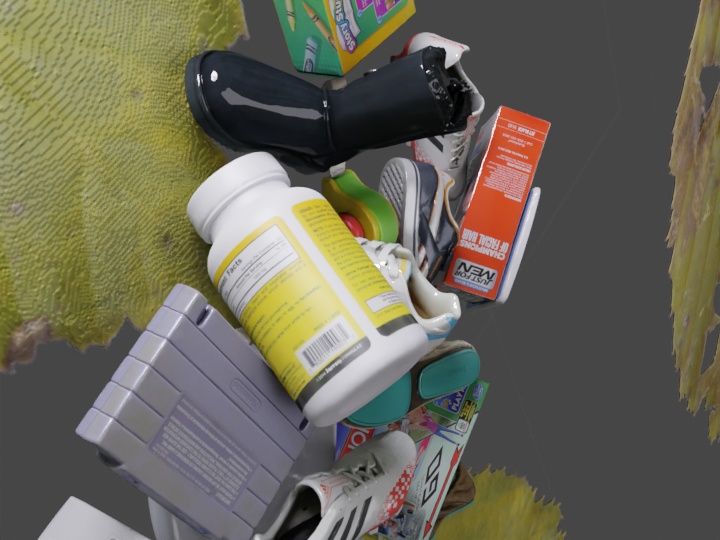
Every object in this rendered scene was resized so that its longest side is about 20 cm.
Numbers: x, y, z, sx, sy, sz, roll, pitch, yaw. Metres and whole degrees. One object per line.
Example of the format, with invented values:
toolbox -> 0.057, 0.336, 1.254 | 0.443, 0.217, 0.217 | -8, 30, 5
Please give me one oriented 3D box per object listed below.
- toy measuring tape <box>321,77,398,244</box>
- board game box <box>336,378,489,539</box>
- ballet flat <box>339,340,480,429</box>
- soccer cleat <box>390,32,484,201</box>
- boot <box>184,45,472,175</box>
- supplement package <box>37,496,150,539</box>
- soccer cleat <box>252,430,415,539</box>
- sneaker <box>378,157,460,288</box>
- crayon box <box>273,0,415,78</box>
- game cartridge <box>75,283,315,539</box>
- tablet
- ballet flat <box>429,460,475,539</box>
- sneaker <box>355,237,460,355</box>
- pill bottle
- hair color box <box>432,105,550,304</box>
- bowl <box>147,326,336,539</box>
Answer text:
toy measuring tape -> 0.000, -0.077, 0.878 | 0.073, 0.073, 0.201 | -28, 125, -46
board game box -> 0.035, 0.184, 0.972 | 0.029, 0.134, 0.201 | 97, 16, -77
ballet flat -> 0.033, 0.107, 0.901 | 0.199, 0.062, 0.068 | -7, 103, -43
soccer cleat -> 0.091, -0.149, 0.961 | 0.069, 0.085, 0.201 | -48, 137, -33
boot -> -0.017, -0.141, 0.738 | 0.200, 0.167, 0.077 | 21, 59, -57
supplement package -> -0.156, 0.274, 0.679 | 0.120, 0.199, 0.122 | -55, 140, -26
soccer cleat -> -0.019, 0.200, 0.819 | 0.200, 0.068, 0.086 | -40, 137, -33
sneaker -> 0.056, -0.010, 0.959 | 0.079, 0.078, 0.202 | 4, 99, -32
crayon box -> -0.026, -0.278, 0.777 | 0.119, 0.058, 0.201 | -47, 136, -33
game cartridge -> -0.114, 0.117, 0.701 | 0.130, 0.038, 0.200 | -54, 140, -19
tablet -> 0.161, -0.017, 1.069 | 0.200, 0.014, 0.131 | 130, -21, -83
ballet flat -> 0.074, 0.281, 1.125 | 0.199, 0.068, 0.073 | -23, 100, -48
sneaker -> 0.000, 0.000, 0.835 | 0.200, 0.081, 0.077 | 37, 35, -17
pill bottle -> -0.046, 0.010, 0.728 | 0.112, 0.200, 0.113 | -34, 166, -10
hair color box -> 0.140, -0.068, 1.038 | 0.111, 0.063, 0.201 | 135, -28, -84
bowl -> -0.109, 0.140, 0.804 | 0.200, 0.074, 0.201 | -26, 122, -48
